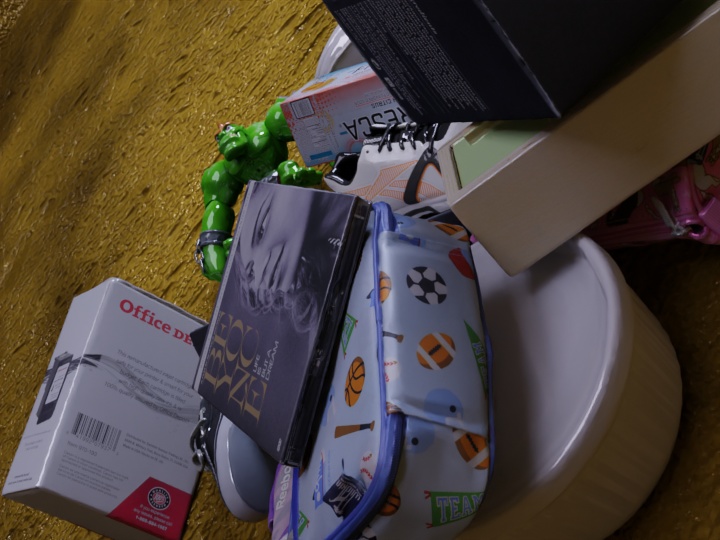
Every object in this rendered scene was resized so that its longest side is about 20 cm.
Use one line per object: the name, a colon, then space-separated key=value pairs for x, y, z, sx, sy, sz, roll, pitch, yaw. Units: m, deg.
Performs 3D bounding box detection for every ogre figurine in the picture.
ogre figurine: x=-0.094 y=-0.089 z=1.138 sx=0.200 sy=0.098 sz=0.120 roll=-55 pitch=45 yaw=35

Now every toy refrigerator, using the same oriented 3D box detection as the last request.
toy refrigerator: x=0.141 y=-0.092 z=0.660 sx=0.200 sy=0.070 sz=0.076 roll=-36 pitch=26 yaw=19

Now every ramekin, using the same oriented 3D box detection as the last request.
ramekin: x=0.101 y=0.079 z=0.700 sx=0.202 sy=0.094 sz=0.203 roll=-36 pitch=37 yaw=33

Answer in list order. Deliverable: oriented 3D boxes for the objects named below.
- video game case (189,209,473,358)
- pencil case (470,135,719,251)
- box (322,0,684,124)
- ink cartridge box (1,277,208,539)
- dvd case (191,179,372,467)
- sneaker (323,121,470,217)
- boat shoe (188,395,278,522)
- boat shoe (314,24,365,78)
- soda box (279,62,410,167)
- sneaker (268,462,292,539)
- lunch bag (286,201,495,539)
video game case: x=0.000 y=0.000 z=0.853 sx=0.180 sy=0.199 sz=0.026 roll=-26 pitch=88 yaw=42
pencil case: x=0.158 y=-0.046 z=0.743 sx=0.199 sy=0.086 sz=0.084 roll=-9 pitch=86 yaw=52
box: x=0.087 y=-0.169 z=0.661 sx=0.148 sy=0.104 sz=0.200 roll=-43 pitch=18 yaw=-9
ink cartridge box: x=-0.213 y=0.130 z=1.057 sx=0.083 sy=0.145 sz=0.201 roll=-20 pitch=47 yaw=49
dvd case: x=-0.055 y=0.022 z=0.711 sx=0.200 sy=0.016 sz=0.150 roll=16 pitch=91 yaw=68
sneaker: x=0.045 y=-0.086 z=0.904 sx=0.200 sy=0.080 sz=0.074 roll=-30 pitch=23 yaw=45
boat shoe: x=-0.107 y=0.139 z=0.964 sx=0.068 sy=0.073 sz=0.200 roll=-41 pitch=34 yaw=19
boat shoe: x=0.033 y=-0.224 z=1.088 sx=0.200 sy=0.071 sz=0.069 roll=-46 pitch=31 yaw=17
soda box: x=0.033 y=-0.144 z=0.966 sx=0.199 sy=0.064 sz=0.068 roll=-9 pitch=23 yaw=36
sneaker: x=-0.033 y=0.182 z=0.828 sx=0.088 sy=0.080 sz=0.201 roll=-34 pitch=33 yaw=45
lunch bag: x=0.007 y=0.077 z=0.647 sx=0.160 sy=0.075 sz=0.201 roll=127 pitch=153 yaw=-48
